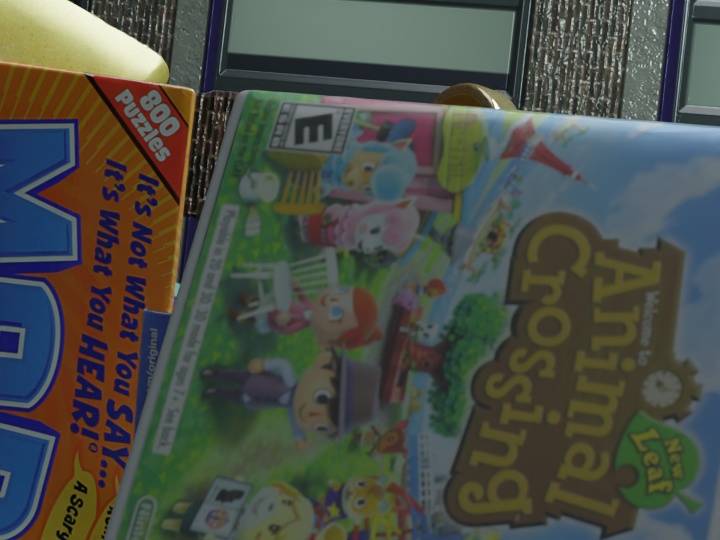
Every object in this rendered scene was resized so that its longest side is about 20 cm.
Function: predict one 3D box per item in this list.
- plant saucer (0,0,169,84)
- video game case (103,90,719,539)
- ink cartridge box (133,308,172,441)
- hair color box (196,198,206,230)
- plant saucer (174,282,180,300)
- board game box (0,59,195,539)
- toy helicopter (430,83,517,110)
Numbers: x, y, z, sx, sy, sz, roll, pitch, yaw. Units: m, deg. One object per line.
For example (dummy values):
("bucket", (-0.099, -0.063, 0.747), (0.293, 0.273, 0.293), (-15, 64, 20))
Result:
("plant saucer", (-0.222, -0.063, 1.033), (0.199, 0.200, 0.049), (29, 27, -28))
("video game case", (0.024, 0.042, 0.626), (0.181, 0.201, 0.022), (6, -26, 19))
("ink cartridge box", (0.024, 0.077, 0.673), (0.198, 0.120, 0.042), (5, 6, 16))
("hair color box", (0.016, 0.006, 1.223), (0.199, 0.064, 0.111), (11, -3, -29))
("plant saucer", (-0.145, 0.057, 1.189), (0.198, 0.036, 0.201), (-9, -35, -6))
("board game box", (-0.190, 0.018, 0.894), (0.198, 0.202, 0.200), (6, -1, -14))
("toy helicopter", (0.000, 0.000, 0.945), (0.079, 0.201, 0.132), (18, 24, -43))
